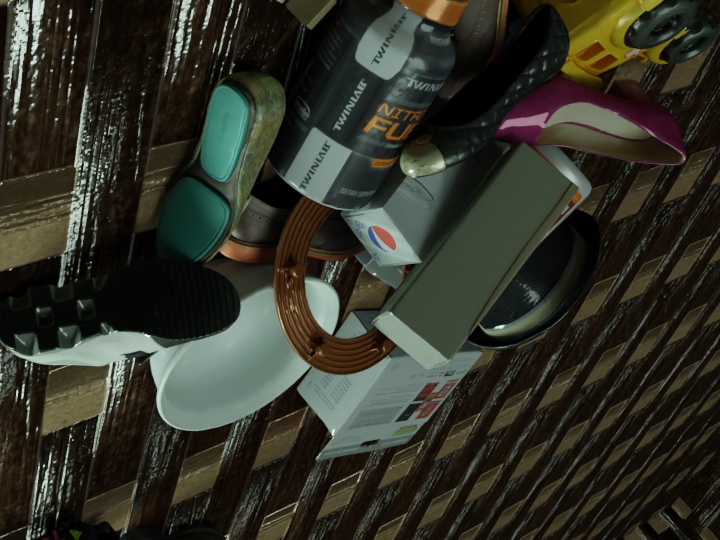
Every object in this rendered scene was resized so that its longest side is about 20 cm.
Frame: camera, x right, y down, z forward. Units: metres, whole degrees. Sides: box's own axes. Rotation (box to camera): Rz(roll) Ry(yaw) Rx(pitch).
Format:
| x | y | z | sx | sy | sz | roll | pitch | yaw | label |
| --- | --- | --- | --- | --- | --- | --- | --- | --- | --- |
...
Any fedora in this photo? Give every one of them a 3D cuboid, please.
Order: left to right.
| x | y | z | sx | sy | sz | roll | pitch | yaw | label |
| --- | --- | --- | --- | --- | --- | --- | --- | --- | --- |
| 0.171 | -0.012 | 1.260 | 0.200 | 0.201 | 0.092 | -43 | 119 | 4 | fedora |

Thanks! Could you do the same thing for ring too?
| x | y | z | sx | sy | sz | roll | pitch | yaw | label |
| --- | --- | --- | --- | --- | --- | --- | --- | --- | --- |
| 0.000 | 0.000 | 1.049 | 0.199 | 0.019 | 0.202 | -11 | 106 | -42 | ring |

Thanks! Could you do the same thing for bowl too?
| x | y | z | sx | sy | sz | roll | pitch | yaw | label |
| --- | --- | --- | --- | --- | --- | --- | --- | --- | --- |
| -0.125 | 0.052 | 1.079 | 0.200 | 0.090 | 0.202 | -31 | 151 | -19 | bowl |

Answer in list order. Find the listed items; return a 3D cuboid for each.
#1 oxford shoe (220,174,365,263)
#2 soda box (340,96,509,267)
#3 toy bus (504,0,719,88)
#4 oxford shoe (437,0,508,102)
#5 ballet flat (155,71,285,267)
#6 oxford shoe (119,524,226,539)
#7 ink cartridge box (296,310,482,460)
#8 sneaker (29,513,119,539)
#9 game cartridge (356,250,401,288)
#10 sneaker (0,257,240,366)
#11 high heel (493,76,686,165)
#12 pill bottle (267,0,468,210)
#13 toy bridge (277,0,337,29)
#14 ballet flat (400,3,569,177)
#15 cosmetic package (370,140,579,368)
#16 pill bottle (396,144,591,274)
| x | y | z | sx | sy | sz | roll | pitch | yaw | label |
| --- | --- | --- | --- | --- | --- | --- | --- | --- | --- |
| -0.043 | -0.055 | 1.053 | 0.199 | 0.071 | 0.073 | -11 | 136 | -43 | oxford shoe |
| 0.070 | -0.097 | 1.040 | 0.068 | 0.063 | 0.200 | 52 | 58 | -24 | soda box |
| 0.222 | -0.234 | 1.078 | 0.192 | 0.136 | 0.200 | -38 | 158 | 23 | toy bus |
| 0.086 | -0.230 | 0.967 | 0.072 | 0.071 | 0.201 | -14 | 139 | -32 | oxford shoe |
| -0.112 | -0.080 | 0.940 | 0.070 | 0.071 | 0.201 | -12 | 141 | -42 | ballet flat |
| -0.228 | 0.372 | 1.420 | 0.073 | 0.084 | 0.200 | -51 | 152 | 16 | oxford shoe |
| 0.027 | 0.139 | 1.401 | 0.199 | 0.084 | 0.176 | 2 | 130 | -52 | ink cartridge box |
| -0.329 | 0.305 | 1.208 | 0.087 | 0.074 | 0.200 | -46 | 157 | 10 | sneaker |
| 0.077 | -0.031 | 1.278 | 0.129 | 0.038 | 0.200 | -41 | 153 | 9 | game cartridge |
| -0.201 | 0.041 | 0.963 | 0.198 | 0.075 | 0.089 | -5 | 160 | -6 | sneaker |
| 0.211 | -0.124 | 1.043 | 0.199 | 0.096 | 0.068 | -9 | 145 | -34 | high heel |
| 0.009 | -0.157 | 0.930 | 0.106 | 0.106 | 0.201 | -4 | 135 | -49 | pill bottle |
| -0.044 | -0.221 | 0.787 | 0.067 | 0.027 | 0.200 | -45 | 171 | 7 | toy bridge |
| 0.101 | -0.151 | 0.954 | 0.200 | 0.066 | 0.057 | -44 | 132 | -19 | ballet flat |
| 0.102 | -0.012 | 1.029 | 0.200 | 0.073 | 0.104 | -53 | -178 | -11 | cosmetic package |
| 0.131 | -0.052 | 1.160 | 0.200 | 0.113 | 0.113 | -46 | 152 | 7 | pill bottle |
